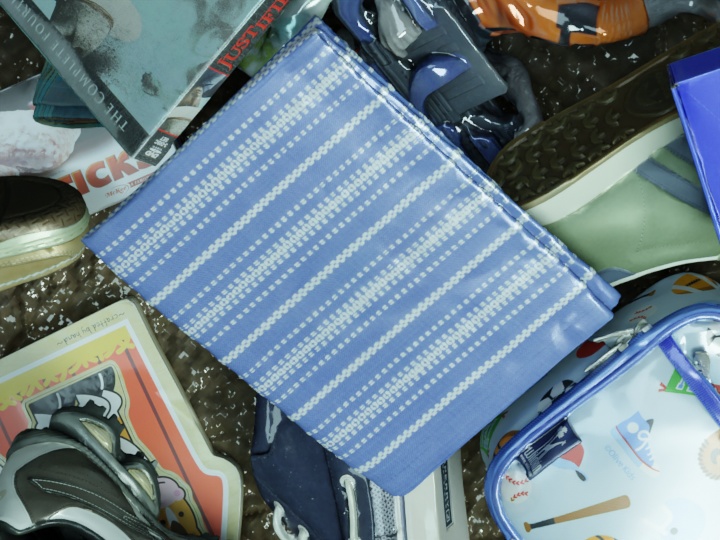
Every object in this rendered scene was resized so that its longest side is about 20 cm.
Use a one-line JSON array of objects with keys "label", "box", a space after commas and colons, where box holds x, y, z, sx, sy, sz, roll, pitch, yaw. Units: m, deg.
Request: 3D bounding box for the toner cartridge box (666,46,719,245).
[{"label": "toner cartridge box", "box": [0.234, -0.069, 0.939, 0.199, 0.043, 0.095, -17, 105, 9]}]

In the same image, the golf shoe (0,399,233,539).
[{"label": "golf shoe", "box": [-0.095, 0.157, 1.063, 0.200, 0.095, 0.078, 41, 124, -8]}]

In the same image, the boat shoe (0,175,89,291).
[{"label": "boat shoe", "box": [-0.217, 0.008, 1.087, 0.199, 0.072, 0.077, -9, 112, 14]}]

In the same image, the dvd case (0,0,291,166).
[{"label": "dvd case", "box": [-0.069, -0.165, 0.954, 0.200, 0.022, 0.146, -48, 64, 15]}]

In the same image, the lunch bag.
[{"label": "lunch bag", "box": [0.158, 0.105, 1.051, 0.160, 0.076, 0.200, -37, 103, 11]}]

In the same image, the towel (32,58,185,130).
[{"label": "towel", "box": [-0.101, -0.163, 1.031, 0.022, 0.146, 0.201, 10, 88, -30]}]

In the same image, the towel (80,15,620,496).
[{"label": "towel", "box": [0.000, 0.000, 0.992, 0.145, 0.024, 0.200, -42, 115, 16]}]

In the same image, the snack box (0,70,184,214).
[{"label": "snack box", "box": [-0.185, -0.043, 1.116, 0.199, 0.024, 0.072, -22, 95, 8]}]

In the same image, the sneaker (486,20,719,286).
[{"label": "sneaker", "box": [0.161, -0.051, 1.024, 0.199, 0.067, 0.090, -26, 127, 12]}]

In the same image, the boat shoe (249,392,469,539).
[{"label": "boat shoe", "box": [0.000, 0.127, 1.095, 0.092, 0.075, 0.201, -2, 91, 17]}]

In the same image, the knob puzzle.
[{"label": "knob puzzle", "box": [-0.148, 0.141, 1.127, 0.218, 0.030, 0.221, 1, 96, 6]}]

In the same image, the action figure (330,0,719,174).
[{"label": "action figure", "box": [0.070, -0.106, 1.064, 0.193, 0.105, 0.200, -23, 122, 14]}]

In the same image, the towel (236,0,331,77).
[{"label": "towel", "box": [-0.030, -0.198, 1.013, 0.048, 0.171, 0.201, 25, 101, -29]}]
